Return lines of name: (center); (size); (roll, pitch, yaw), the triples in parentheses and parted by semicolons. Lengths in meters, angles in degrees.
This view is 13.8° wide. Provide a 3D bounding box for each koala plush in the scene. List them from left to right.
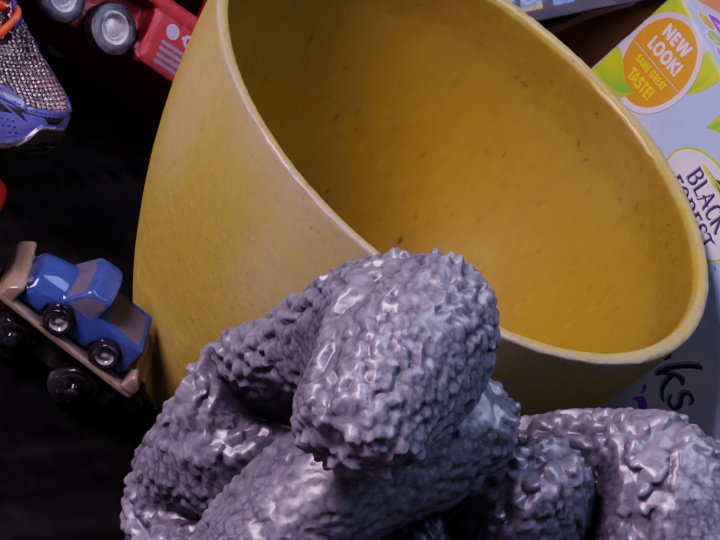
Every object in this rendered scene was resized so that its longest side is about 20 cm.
koala plush: (0.000, 0.131, 0.897); (0.177, 0.183, 0.201); (32, 51, -34)

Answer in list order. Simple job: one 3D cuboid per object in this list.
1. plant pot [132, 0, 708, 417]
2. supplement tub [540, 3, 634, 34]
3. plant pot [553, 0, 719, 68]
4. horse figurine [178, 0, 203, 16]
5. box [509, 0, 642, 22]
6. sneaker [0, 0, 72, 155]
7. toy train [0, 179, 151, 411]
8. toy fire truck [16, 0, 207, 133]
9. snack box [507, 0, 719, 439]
plant pot: (0.000, 0.000, 1.041); (0.200, 0.142, 0.200); (26, 35, -20)
supplement tub: (0.045, -0.205, 1.308); (0.200, 0.144, 0.145); (29, 31, -33)
plant pot: (0.148, -0.004, 1.275); (0.200, 0.200, 0.140); (28, 48, -38)
horse figurine: (0.001, -0.111, 1.266); (0.199, 0.133, 0.050); (8, 53, -28)
box: (0.046, -0.176, 1.188); (0.199, 0.049, 0.162); (-13, 97, -37)
sneaker: (-0.158, -0.125, 1.051); (0.200, 0.078, 0.075); (56, 26, 16)
toy train: (-0.140, -0.023, 0.974); (0.200, 0.046, 0.034); (41, 26, -19)
toy fire truck: (-0.089, -0.144, 1.137); (0.200, 0.049, 0.141); (33, 68, -31)
snack box: (0.095, 0.025, 1.112); (0.068, 0.200, 0.169); (22, 35, -45)
